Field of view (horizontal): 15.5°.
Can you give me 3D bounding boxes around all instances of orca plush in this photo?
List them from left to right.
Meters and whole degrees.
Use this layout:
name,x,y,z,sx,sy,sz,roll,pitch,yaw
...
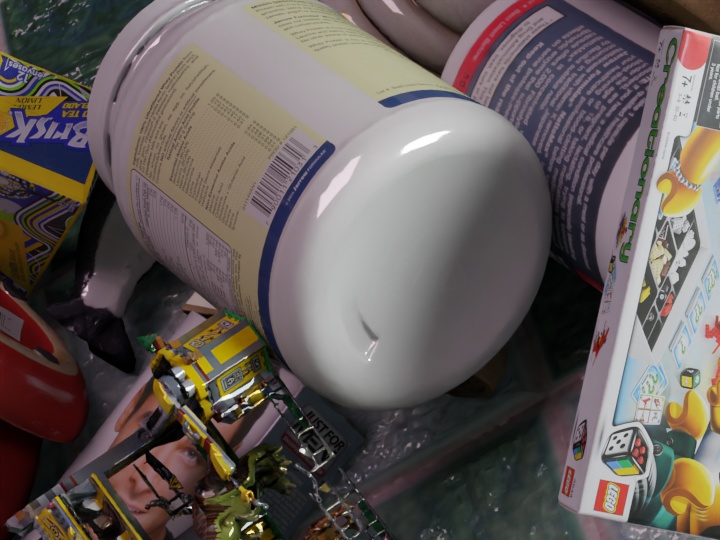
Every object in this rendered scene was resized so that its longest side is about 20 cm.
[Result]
name,x,y,z,sx,sy,sz,roll,pitch,yaw
orca plush,-0.098,-0.039,1.421,0.105,0.071,0.201,18,75,-5

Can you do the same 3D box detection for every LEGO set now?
name,x,y,z,sx,sy,sz,roll,pitch,yaw
LEGO set,-0.067,0.130,1.146,0.116,0.201,0.154,-33,0,-29

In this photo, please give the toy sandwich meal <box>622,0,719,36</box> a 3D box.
name,x,y,z,sx,sy,sz,roll,pitch,yaw
toy sandwich meal,0.159,-0.144,1.197,0.070,0.205,0.205,-55,44,3

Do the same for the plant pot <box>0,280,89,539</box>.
name,x,y,z,sx,sy,sz,roll,pitch,yaw
plant pot,-0.248,0.078,1.304,0.183,0.200,0.200,-51,43,6

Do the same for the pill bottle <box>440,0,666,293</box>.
name,x,y,z,sx,sy,sz,roll,pitch,yaw
pill bottle,0.134,-0.045,1.196,0.120,0.120,0.200,-48,44,-5

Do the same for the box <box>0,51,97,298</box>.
name,x,y,z,sx,sy,sz,roll,pitch,yaw
box,-0.187,-0.037,1.381,0.200,0.070,0.065,133,156,-63

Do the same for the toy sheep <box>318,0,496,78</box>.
name,x,y,z,sx,sy,sz,roll,pitch,yaw
toy sheep,0.032,-0.120,1.320,0.138,0.137,0.200,-103,32,-42

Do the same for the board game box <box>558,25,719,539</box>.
name,x,y,z,sx,sy,sz,roll,pitch,yaw
board game box,0.163,0.012,1.080,0.035,0.125,0.202,-154,76,-77

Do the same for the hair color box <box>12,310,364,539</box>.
name,x,y,z,sx,sy,sz,roll,pitch,yaw
hair color box,-0.100,0.128,1.278,0.099,0.061,0.200,28,77,45

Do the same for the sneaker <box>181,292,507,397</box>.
name,x,y,z,sx,sy,sz,roll,pitch,yaw
sneaker,0.000,0.000,1.295,0.199,0.067,0.090,10,70,43

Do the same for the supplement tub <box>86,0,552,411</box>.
name,x,y,z,sx,sy,sz,roll,pitch,yaw
supplement tub,-0.024,-0.041,1.198,0.145,0.145,0.200,-48,44,-5
